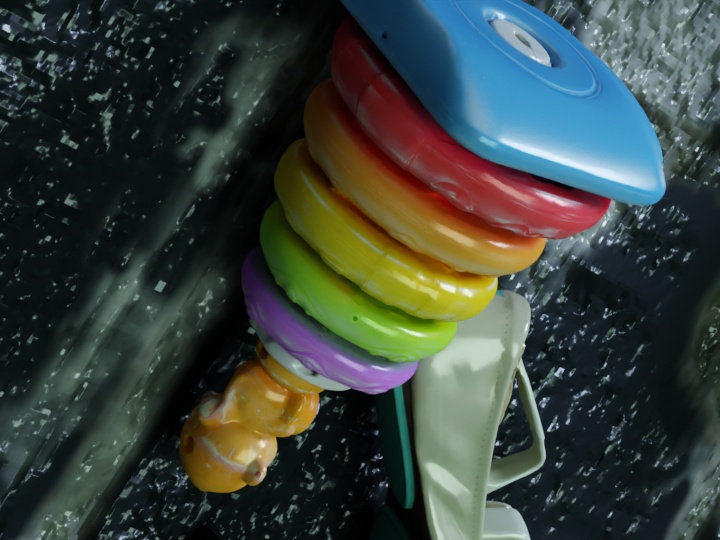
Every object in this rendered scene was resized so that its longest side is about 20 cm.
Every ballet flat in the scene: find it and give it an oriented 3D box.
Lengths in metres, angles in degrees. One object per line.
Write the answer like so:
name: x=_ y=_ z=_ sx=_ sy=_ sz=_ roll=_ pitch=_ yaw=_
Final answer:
ballet flat: x=0.037 y=0.087 z=1.091 sx=0.069 sy=0.069 sz=0.200 roll=-22 pitch=131 yaw=-30

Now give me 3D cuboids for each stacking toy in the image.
stacking toy: x=0.000 y=0.000 z=0.992 sx=0.110 sy=0.116 sz=0.200 roll=15 pitch=118 yaw=-44

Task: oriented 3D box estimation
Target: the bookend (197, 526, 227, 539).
bookend: x=-0.036 y=0.229 z=1.111 sx=0.199 sy=0.092 sz=0.200 roll=-53 pitch=140 yaw=1
